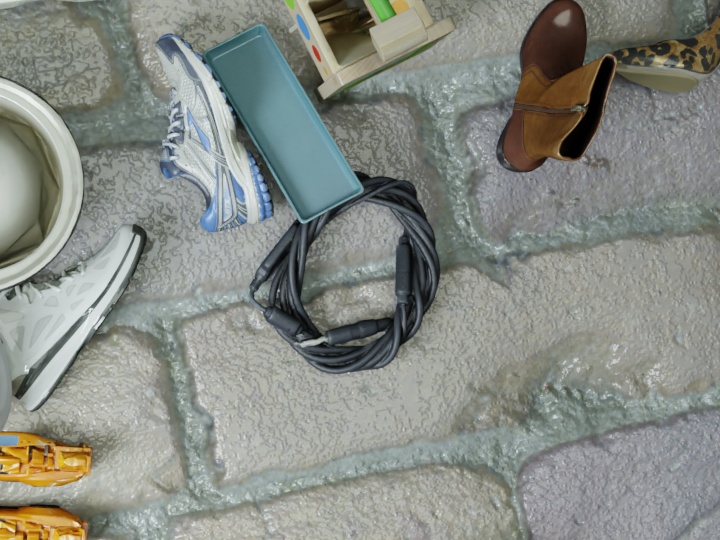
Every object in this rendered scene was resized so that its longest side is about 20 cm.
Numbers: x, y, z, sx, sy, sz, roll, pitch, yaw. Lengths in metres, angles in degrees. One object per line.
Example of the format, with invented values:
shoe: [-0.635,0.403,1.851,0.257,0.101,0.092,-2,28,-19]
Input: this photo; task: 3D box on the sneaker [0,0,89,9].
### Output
sneaker: [-0.292,-0.295,1.551,0.200,0.075,0.085,-7,94,-11]

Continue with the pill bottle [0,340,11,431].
pill bottle: [-0.422,0.108,1.479,0.200,0.112,0.113,-8,89,10]

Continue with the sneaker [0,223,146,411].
sneaker: [-0.292,0.020,1.540,0.115,0.076,0.201,35,85,-9]

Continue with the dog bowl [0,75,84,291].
dog bowl: [-0.352,-0.075,1.496,0.200,0.074,0.201,1,86,-11]

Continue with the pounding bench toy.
pounding bench toy: [-0.003,-0.265,1.542,0.124,0.200,0.156,-27,94,-10]

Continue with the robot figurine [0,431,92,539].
robot figurine: [-0.351,0.206,1.531,0.200,0.058,0.145,3,86,-11]

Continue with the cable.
cable: [0.000,0.000,1.608,0.163,0.051,0.200,40,80,-5]

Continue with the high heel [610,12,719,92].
high heel: [0.339,-0.256,1.678,0.200,0.071,0.143,1,81,-13]

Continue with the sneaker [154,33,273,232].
sneaker: [-0.157,-0.127,1.573,0.085,0.077,0.200,-25,92,-6]

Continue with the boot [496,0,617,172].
boot: [0.194,-0.187,1.575,0.068,0.200,0.189,28,83,-8]

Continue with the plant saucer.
plant saucer: [-0.075,-0.141,1.591,0.070,0.019,0.200,-28,78,-11]
